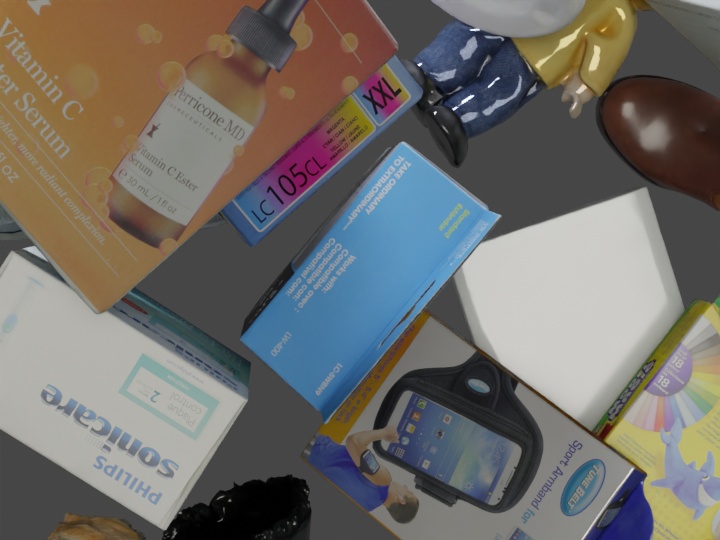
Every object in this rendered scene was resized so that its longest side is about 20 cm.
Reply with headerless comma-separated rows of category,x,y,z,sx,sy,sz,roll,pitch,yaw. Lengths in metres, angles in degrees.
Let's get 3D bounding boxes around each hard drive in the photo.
hard drive,0.144,0.064,1.071,0.131,0.026,0.201,-18,93,-2

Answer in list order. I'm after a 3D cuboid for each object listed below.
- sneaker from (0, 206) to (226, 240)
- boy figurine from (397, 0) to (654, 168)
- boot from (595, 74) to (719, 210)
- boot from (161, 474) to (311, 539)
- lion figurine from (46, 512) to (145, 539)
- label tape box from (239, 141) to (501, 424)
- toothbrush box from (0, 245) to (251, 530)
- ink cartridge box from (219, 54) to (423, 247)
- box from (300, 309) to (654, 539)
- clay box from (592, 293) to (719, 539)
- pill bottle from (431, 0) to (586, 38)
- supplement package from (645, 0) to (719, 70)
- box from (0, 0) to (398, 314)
sneaker,-0.155,-0.056,1.031,0.198,0.071,0.074,-1,87,-20
boy figurine,0.113,-0.154,1.039,0.200,0.064,0.125,-37,68,-4
boot,0.232,-0.055,0.982,0.188,0.200,0.069,38,91,-4
boot,-0.049,0.194,0.977,0.073,0.198,0.164,15,113,32
lion figurine,-0.142,0.251,1.045,0.122,0.072,0.202,9,99,14
label tape box,0.000,0.000,0.973,0.063,0.200,0.144,40,90,-4
toothbrush box,-0.143,0.057,0.970,0.146,0.200,0.086,33,91,-3
ink cartridge box,-0.079,-0.135,0.958,0.136,0.076,0.200,-42,112,-5
box,0.073,0.122,1.017,0.200,0.041,0.119,36,92,28
clay box,0.206,0.109,1.040,0.115,0.048,0.200,38,91,-3
pill bottle,0.108,-0.244,0.982,0.114,0.114,0.201,27,67,-4
supplement package,0.296,-0.149,0.976,0.200,0.152,0.151,37,91,-25
box,-0.111,-0.108,0.854,0.200,0.106,0.152,-42,113,-5
